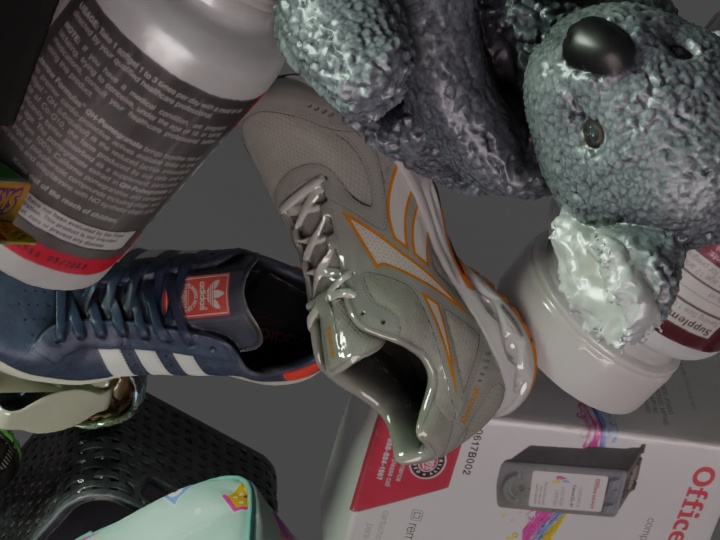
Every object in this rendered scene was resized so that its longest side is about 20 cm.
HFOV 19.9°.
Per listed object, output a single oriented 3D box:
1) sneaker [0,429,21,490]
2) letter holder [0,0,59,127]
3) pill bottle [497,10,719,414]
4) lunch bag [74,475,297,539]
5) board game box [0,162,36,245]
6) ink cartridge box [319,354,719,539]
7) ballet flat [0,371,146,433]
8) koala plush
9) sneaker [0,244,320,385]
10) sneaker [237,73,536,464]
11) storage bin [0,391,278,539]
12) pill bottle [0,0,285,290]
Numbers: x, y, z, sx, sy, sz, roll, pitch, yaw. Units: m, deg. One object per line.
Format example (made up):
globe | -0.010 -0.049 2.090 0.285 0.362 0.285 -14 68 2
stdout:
sneaker | -0.267 0.131 1.089 0.198 0.084 0.077 -22 127 12
letter holder | -0.186 -0.183 0.846 0.100 0.142 0.201 1 121 -46
pill bottle | 0.163 -0.030 0.984 0.114 0.115 0.200 28 121 -24
lunch bag | -0.116 0.202 0.992 0.199 0.161 0.077 -29 124 15
board game box | -0.228 -0.070 0.867 0.199 0.095 0.030 37 104 18
ink cartridge box | 0.088 0.110 1.104 0.198 0.086 0.149 8 126 -9
ballet flat | -0.198 0.052 1.017 0.198 0.074 0.075 -3 129 -22
koala plush | 0.100 -0.075 0.864 0.177 0.200 0.184 -46 145 -9
sneaker | -0.093 0.016 0.996 0.198 0.076 0.084 2 169 -25
sneaker | 0.000 0.000 0.965 0.201 0.092 0.076 53 137 -2
storage bin | -0.147 0.172 1.126 0.135 0.094 0.200 30 120 -25
pill bottle | -0.102 -0.094 0.915 0.110 0.111 0.200 31 119 -25
